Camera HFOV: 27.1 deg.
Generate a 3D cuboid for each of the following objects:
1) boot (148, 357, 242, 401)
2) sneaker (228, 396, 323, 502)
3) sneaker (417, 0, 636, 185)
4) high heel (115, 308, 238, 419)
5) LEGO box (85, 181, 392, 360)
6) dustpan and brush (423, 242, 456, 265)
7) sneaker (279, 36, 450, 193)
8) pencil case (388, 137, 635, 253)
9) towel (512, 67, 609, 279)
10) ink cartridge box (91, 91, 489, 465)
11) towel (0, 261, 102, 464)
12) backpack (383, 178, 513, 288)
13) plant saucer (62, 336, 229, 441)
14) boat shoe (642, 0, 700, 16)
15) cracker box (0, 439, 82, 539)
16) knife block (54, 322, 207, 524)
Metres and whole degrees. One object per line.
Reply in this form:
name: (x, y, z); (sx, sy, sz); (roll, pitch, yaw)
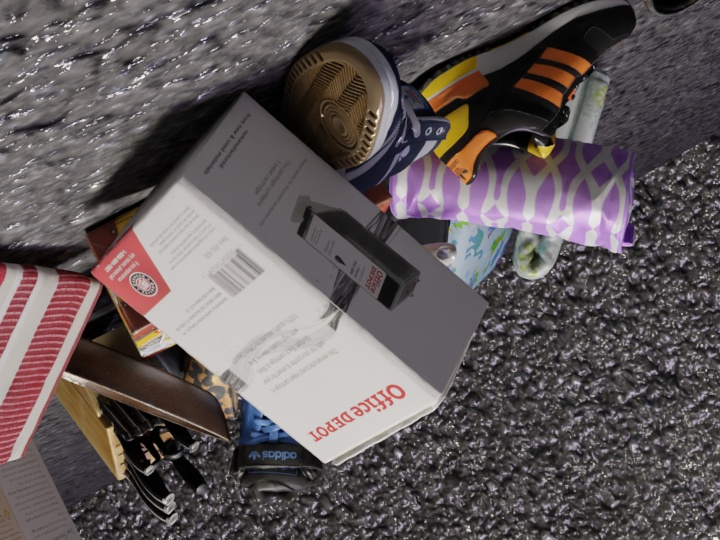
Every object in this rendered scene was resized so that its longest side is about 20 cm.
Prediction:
boot: (-0.124, 0.093, 1.378); (0.198, 0.091, 0.073); (13, -119, 35)
sneaker: (-0.060, 0.110, 1.158); (0.076, 0.112, 0.201); (4, 148, -8)
sneaker: (0.134, -0.132, 1.120); (0.199, 0.091, 0.070); (-26, 174, -19)
high heel: (-0.094, 0.044, 1.248); (0.199, 0.143, 0.072); (-26, -158, 32)
LEGO box: (-0.087, -0.023, 1.066); (0.198, 0.078, 0.149); (-28, 174, -9)
dustpan and brush: (0.000, 0.000, 1.185); (0.057, 0.141, 0.199); (7, 167, -31)
sneaker: (0.011, -0.102, 0.916); (0.108, 0.070, 0.200); (-34, 171, -22)
pencil case: (0.115, -0.063, 1.155); (0.086, 0.197, 0.084); (87, 17, -48)
towel: (0.182, -0.090, 1.389); (0.171, 0.048, 0.202); (11, 95, -82)
ink cartridge box: (-0.044, 0.011, 0.913); (0.147, 0.200, 0.083); (-36, -162, 52)
towel: (-0.240, 0.061, 0.951); (0.145, 0.023, 0.200); (-63, 165, 4)
backpack: (0.061, -0.038, 1.322); (0.200, 0.152, 0.165); (-68, 175, -72)
plant saucer: (-0.190, 0.084, 1.172); (0.200, 0.198, 0.032); (113, 0, -80)
boat shoe: (0.205, -0.212, 0.938); (0.073, 0.064, 0.201); (-27, 173, 4)
cracker box: (-0.303, 0.185, 1.206); (0.057, 0.202, 0.134); (-30, 173, 15)
knife block: (-0.208, 0.144, 1.350); (0.063, 0.177, 0.200); (-24, 179, -24)
